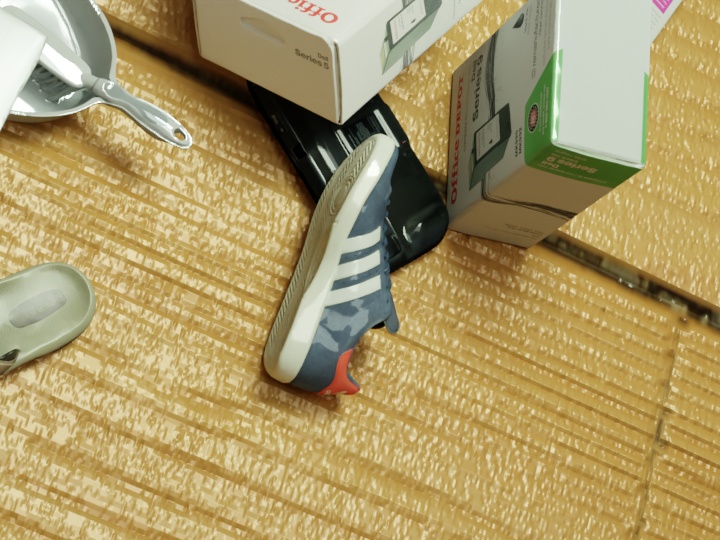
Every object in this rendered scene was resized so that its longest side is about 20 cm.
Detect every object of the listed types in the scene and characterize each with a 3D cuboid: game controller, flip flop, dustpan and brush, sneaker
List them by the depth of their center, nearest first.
[{"bbox_3d":[-0.265,0.050,1.507,0.199,0.058,0.081,-30,87,-31],"label":"flip flop"},{"bbox_3d":[-0.212,-0.145,1.597,0.200,0.057,0.140,37,61,-10],"label":"dustpan and brush"},{"bbox_3d":[0.000,0.000,1.630,0.084,0.075,0.201,23,87,-17],"label":"sneaker"},{"bbox_3d":[-0.008,-0.095,1.699,0.104,0.042,0.201,-29,87,-45],"label":"game controller"}]

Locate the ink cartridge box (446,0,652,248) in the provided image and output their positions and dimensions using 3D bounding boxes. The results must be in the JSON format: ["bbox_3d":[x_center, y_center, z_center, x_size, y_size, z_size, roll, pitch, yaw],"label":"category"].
[{"bbox_3d":[0.143,-0.120,1.682,0.083,0.200,0.147,12,68,-19],"label":"ink cartridge box"}]

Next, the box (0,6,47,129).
[{"bbox_3d":[-0.328,-0.078,1.438,0.130,0.199,0.201,30,63,-14],"label":"box"}]

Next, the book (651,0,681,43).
[{"bbox_3d":[0.231,-0.280,1.869,0.134,0.048,0.200,43,61,-10],"label":"book"}]

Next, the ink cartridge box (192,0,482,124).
[{"bbox_3d":[-0.013,-0.220,1.662,0.145,0.084,0.200,27,52,27],"label":"ink cartridge box"}]
